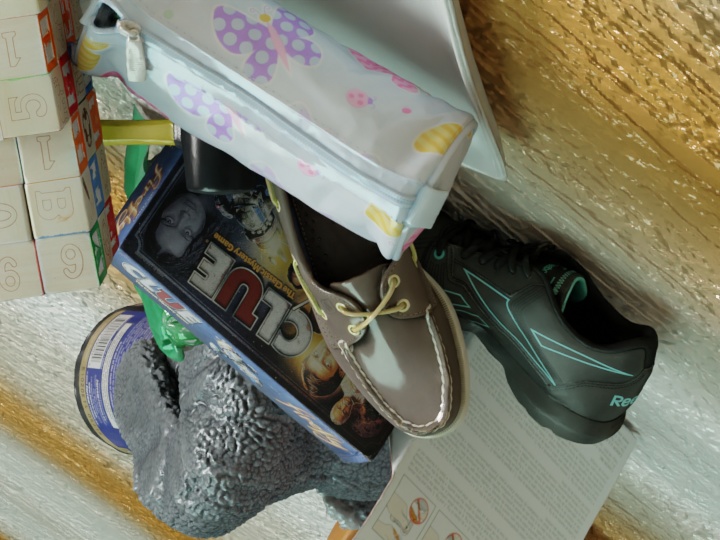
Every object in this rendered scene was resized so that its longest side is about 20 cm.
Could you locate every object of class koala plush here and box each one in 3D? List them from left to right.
[{"bbox_3d":[-0.032,0.095,1.706,0.199,0.184,0.178,14,129,-25],"label":"koala plush"}]

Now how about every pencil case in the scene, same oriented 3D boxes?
[{"bbox_3d":[-0.041,-0.087,1.309,0.199,0.083,0.091,32,-178,2],"label":"pencil case"}]

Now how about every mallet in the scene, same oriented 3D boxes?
[{"bbox_3d":[-0.144,-0.064,1.456,0.199,0.066,0.041,-7,-177,23],"label":"mallet"}]

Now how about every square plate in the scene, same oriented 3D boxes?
[{"bbox_3d":[-0.022,-0.136,1.330,0.199,0.029,0.198,25,160,24],"label":"square plate"}]

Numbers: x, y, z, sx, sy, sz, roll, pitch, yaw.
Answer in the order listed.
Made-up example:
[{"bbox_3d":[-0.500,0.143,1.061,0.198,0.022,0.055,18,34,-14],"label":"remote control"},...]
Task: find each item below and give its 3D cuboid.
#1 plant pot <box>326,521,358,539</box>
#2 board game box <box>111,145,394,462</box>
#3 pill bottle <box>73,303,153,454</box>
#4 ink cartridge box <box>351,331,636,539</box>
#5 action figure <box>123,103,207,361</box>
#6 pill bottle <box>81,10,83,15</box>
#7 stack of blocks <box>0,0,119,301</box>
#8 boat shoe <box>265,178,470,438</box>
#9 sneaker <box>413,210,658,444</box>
[{"bbox_3d":[0.052,0.228,1.905,0.200,0.200,0.140,38,179,-15],"label":"plant pot"},{"bbox_3d":[-0.036,-0.004,1.517,0.200,0.136,0.035,41,160,-23],"label":"board game box"},{"bbox_3d":[-0.112,0.080,1.893,0.112,0.112,0.200,42,160,-26],"label":"pill bottle"},{"bbox_3d":[0.065,0.133,1.592,0.047,0.201,0.160,10,150,49],"label":"ink cartridge box"},{"bbox_3d":[-0.112,-0.005,1.593,0.200,0.054,0.119,-111,16,-61],"label":"action figure"},{"bbox_3d":[-0.219,-0.151,1.490,0.110,0.111,0.200,24,160,25],"label":"pill bottle"},{"bbox_3d":[-0.169,-0.090,1.332,0.058,0.201,0.115,-7,-166,5],"label":"stack of blocks"},{"bbox_3d":[0.000,0.000,1.444,0.060,0.071,0.201,-25,-87,-80],"label":"boat shoe"},{"bbox_3d":[0.080,0.005,1.486,0.200,0.075,0.079,38,133,5],"label":"sneaker"}]
